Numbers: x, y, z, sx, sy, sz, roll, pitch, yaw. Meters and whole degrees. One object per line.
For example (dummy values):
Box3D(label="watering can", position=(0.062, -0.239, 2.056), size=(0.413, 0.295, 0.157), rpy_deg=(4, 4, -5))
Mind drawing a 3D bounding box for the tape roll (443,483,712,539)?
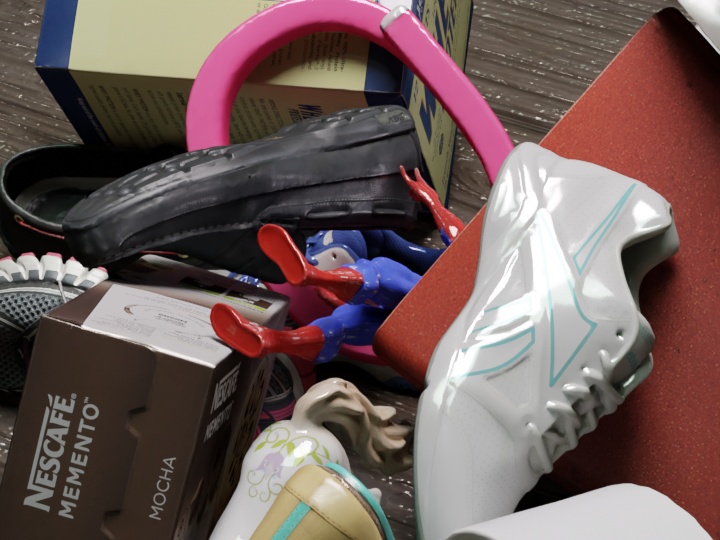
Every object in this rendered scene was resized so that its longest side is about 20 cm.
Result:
Box3D(label="tape roll", position=(0.092, 0.185, 1.066), size=(0.070, 0.204, 0.202), rpy_deg=(-14, 32, -21))

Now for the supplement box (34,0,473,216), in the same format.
Box3D(label="supplement box", position=(-0.052, -0.130, 1.585), size=(0.198, 0.200, 0.135), rpy_deg=(5, 73, 10))

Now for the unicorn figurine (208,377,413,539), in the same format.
Box3D(label="unicorn figurine", position=(-0.042, 0.134, 1.216), size=(0.073, 0.137, 0.201), rpy_deg=(5, 66, 23))

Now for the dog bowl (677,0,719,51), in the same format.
Box3D(label="dog bowl", position=(0.196, -0.098, 1.267), size=(0.059, 0.200, 0.200), rpy_deg=(-41, 32, 8))

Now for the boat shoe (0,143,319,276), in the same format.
Box3D(label="boat shoe", position=(-0.101, -0.030, 1.567), size=(0.200, 0.063, 0.074), rpy_deg=(3, 52, 8))

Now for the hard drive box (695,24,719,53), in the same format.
Box3D(label="hard drive box", position=(0.215, -0.071, 1.506), size=(0.077, 0.200, 0.156), rpy_deg=(33, 19, -26))

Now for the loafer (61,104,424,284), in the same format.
Box3D(label="loafer", position=(-0.048, -0.026, 1.345), size=(0.200, 0.071, 0.068), rpy_deg=(-17, 9, -38))

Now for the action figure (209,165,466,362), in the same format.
Box3D(label="action figure", position=(0.000, 0.000, 1.303), size=(0.199, 0.065, 0.099), rpy_deg=(10, 30, -52))

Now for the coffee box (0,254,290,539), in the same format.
Box3D(label="coffee box", position=(-0.096, 0.068, 1.285), size=(0.079, 0.114, 0.200), rpy_deg=(16, 9, 5))

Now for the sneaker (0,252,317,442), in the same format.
Box3D(label="sneaker", position=(-0.125, 0.047, 1.435), size=(0.199, 0.081, 0.075), rpy_deg=(8, 43, 19))

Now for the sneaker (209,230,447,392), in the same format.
Box3D(label="sneaker", position=(-0.020, 0.006, 1.493), size=(0.198, 0.089, 0.075), rpy_deg=(3, 31, 9))

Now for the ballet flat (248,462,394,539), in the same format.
Box3D(label="ballet flat", position=(-0.002, 0.151, 1.164), size=(0.063, 0.200, 0.068), rpy_deg=(-45, 49, -16))

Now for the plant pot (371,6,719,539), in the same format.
Box3D(label="plant pot", position=(0.161, 0.039, 1.284), size=(0.200, 0.200, 0.176), rpy_deg=(-49, 58, 4))

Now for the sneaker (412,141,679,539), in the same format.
Box3D(label="sneaker", position=(0.074, 0.039, 1.163), size=(0.080, 0.071, 0.201), rpy_deg=(13, 64, 15))

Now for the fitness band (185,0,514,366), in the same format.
Box3D(label="fitness band", position=(0.000, -0.047, 1.435), size=(0.143, 0.037, 0.200), rpy_deg=(-37, 77, -1))
